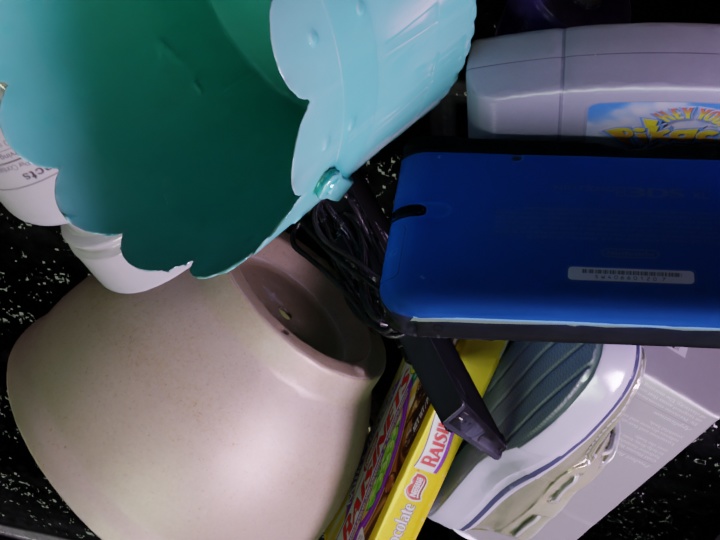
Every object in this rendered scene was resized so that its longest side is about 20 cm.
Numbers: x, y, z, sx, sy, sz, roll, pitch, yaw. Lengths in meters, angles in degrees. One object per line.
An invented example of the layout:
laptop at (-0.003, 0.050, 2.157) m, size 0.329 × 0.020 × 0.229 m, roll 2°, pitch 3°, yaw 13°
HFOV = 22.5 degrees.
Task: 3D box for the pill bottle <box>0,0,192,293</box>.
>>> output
pill bottle at (-0.148, -0.088, 0.885) m, size 0.114 × 0.115 × 0.200 m, roll -11°, pitch 131°, yaw 33°

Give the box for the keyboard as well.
keyboard at (0.000, 0.000, 0.851) m, size 0.039 × 0.201 × 0.104 m, roll -32°, pitch 148°, yaw 7°

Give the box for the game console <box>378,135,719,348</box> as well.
game console at (0.115, 0.009, 0.781) m, size 0.198 × 0.171 × 0.119 m, roll 2°, pitch 129°, yaw 8°

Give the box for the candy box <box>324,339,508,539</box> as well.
candy box at (0.027, 0.088, 0.949) m, size 0.026 × 0.102 × 0.201 m, roll 20°, pitch 112°, yaw -9°

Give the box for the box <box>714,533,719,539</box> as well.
box at (0.182, 0.252, 1.049) m, size 0.050 × 0.200 × 0.159 m, roll 32°, pitch 148°, yaw 29°

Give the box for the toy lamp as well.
toy lamp at (0.117, -0.148, 0.745) m, size 0.058 × 0.058 × 0.200 m, roll 29°, pitch 138°, yaw -8°

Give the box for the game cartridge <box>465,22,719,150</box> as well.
game cartridge at (0.145, -0.060, 0.796) m, size 0.198 × 0.041 × 0.134 m, roll 2°, pitch 152°, yaw 6°

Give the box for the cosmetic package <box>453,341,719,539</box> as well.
cosmetic package at (0.107, 0.070, 0.972) m, size 0.106 × 0.091 × 0.200 m, roll 30°, pitch 143°, yaw -8°

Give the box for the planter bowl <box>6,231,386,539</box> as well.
planter bowl at (-0.071, 0.057, 0.973) m, size 0.200 × 0.201 × 0.135 m, roll 36°, pitch 112°, yaw -17°

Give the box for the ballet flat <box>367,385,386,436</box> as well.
ballet flat at (0.006, 0.140, 1.110) m, size 0.067 × 0.046 × 0.201 m, roll 44°, pitch 154°, yaw 32°

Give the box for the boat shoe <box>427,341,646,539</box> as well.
boat shoe at (0.093, 0.076, 0.880) m, size 0.061 × 0.073 × 0.200 m, roll 17°, pitch 149°, yaw -13°

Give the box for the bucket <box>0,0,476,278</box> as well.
bucket at (-0.059, -0.113, 0.753) m, size 0.206 × 0.134 × 0.209 m, roll 26°, pitch 131°, yaw 33°
